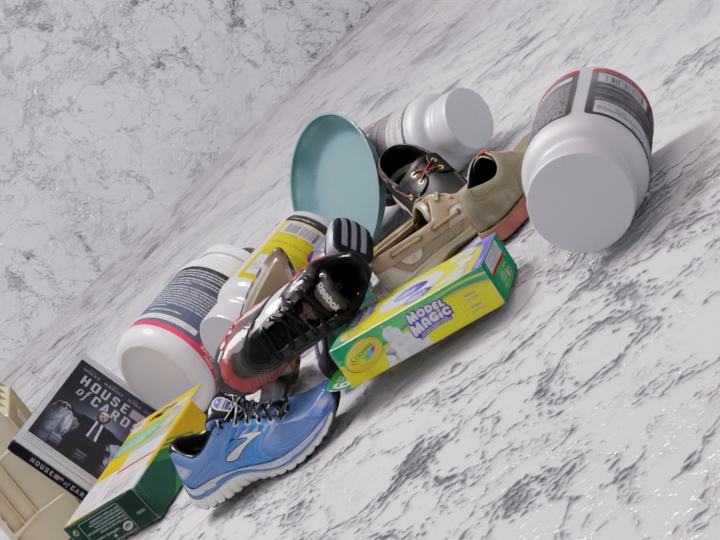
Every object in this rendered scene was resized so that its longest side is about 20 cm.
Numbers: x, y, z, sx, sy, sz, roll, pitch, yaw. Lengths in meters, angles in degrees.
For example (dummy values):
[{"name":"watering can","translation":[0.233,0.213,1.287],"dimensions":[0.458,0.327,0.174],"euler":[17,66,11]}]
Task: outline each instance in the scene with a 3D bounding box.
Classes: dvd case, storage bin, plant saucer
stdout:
[{"name":"dvd case","translation":[-0.325,0.198,1.900],"dimensions":[0.025,0.150,0.200],"euler":[-52,6,33]},{"name":"storage bin","translation":[-0.433,0.246,1.950],"dimensions":[0.094,0.199,0.200],"euler":[-38,12,-6]},{"name":"plant saucer","translation":[-0.023,-0.106,2.023],"dimensions":[0.036,0.202,0.200],"euler":[-7,-10,-36]}]

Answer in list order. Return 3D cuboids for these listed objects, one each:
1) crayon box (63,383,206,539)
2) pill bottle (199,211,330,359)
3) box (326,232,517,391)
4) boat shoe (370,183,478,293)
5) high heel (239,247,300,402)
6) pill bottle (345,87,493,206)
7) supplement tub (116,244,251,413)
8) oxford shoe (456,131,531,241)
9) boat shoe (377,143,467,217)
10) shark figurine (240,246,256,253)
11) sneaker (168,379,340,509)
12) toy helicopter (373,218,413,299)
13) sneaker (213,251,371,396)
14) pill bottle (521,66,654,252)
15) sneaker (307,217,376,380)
[{"name":"crayon box","translation":[-0.244,0.228,1.787],"dimensions":[0.125,0.052,0.200],"euler":[-33,16,33]},{"name":"pill bottle","translation":[-0.103,0.029,1.893],"dimensions":[0.114,0.114,0.200],"euler":[-25,20,50]},{"name":"box","translation":[0.051,0.043,1.491],"dimensions":[0.199,0.049,0.117],"euler":[-33,8,19]},{"name":"boat shoe","translation":[0.090,-0.056,1.721],"dimensions":[0.200,0.065,0.071],"euler":[-47,14,-21]},{"name":"high heel","translation":[-0.092,0.049,1.686],"dimensions":[0.071,0.202,0.143],"euler":[4,23,0]},{"name":"pill bottle","translation":[0.078,-0.162,2.004],"dimensions":[0.199,0.111,0.111],"euler":[-25,20,50]},{"name":"supplement tub","translation":[-0.202,0.075,1.967],"dimensions":[0.140,0.141,0.200],"euler":[-27,19,47]},{"name":"oxford shoe","translation":[0.161,-0.109,1.668],"dimensions":[0.070,0.075,0.200],"euler":[-32,15,36]},{"name":"boat shoe","translation":[0.078,-0.103,1.860],"dimensions":[0.073,0.063,0.201],"euler":[-35,27,-10]},{"name":"shark figurine","translation":[-0.153,0.018,2.140],"dimensions":[0.214,0.090,0.128],"euler":[-37,12,12]},{"name":"sneaker","translation":[-0.107,0.158,1.528],"dimensions":[0.199,0.089,0.079],"euler":[-30,16,18]},{"name":"toy helicopter","translation":[0.000,0.000,1.835],"dimensions":[0.200,0.079,0.132],"euler":[-38,-1,-38]},{"name":"sneaker","translation":[-0.062,0.046,1.523],"dimensions":[0.200,0.071,0.098],"euler":[-40,4,-26]},{"name":"pill bottle","translation":[0.207,-0.101,1.419],"dimensions":[0.116,0.116,0.200],"euler":[-34,14,26]},{"name":"sneaker","translation":[-0.029,0.044,1.659],"dimensions":[0.087,0.074,0.201],"euler":[-41,33,43]}]
